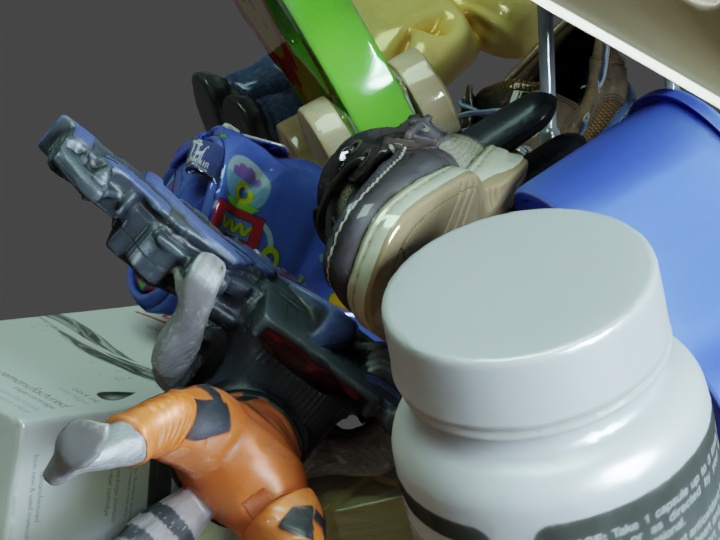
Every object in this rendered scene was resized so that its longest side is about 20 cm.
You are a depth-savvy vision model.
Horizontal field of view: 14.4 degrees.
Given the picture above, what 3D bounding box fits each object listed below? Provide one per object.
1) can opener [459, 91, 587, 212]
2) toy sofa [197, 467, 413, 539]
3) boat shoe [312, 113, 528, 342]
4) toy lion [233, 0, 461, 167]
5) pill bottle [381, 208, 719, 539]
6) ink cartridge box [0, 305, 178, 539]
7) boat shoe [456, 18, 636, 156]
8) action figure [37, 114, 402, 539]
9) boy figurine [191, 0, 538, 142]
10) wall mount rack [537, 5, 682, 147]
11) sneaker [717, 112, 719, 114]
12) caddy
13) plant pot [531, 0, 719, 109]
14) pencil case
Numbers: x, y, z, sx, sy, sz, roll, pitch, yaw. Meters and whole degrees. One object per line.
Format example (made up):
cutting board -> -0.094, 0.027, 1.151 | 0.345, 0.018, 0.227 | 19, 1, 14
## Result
can opener -> 0.012, -0.013, 1.278 | 0.200, 0.063, 0.079 | -38, 39, 15
toy sofa -> -0.059, 0.149, 1.079 | 0.097, 0.083, 0.200 | 14, 40, 44
boat shoe -> 0.013, -0.022, 1.099 | 0.065, 0.072, 0.200 | 26, 16, 10
toy lion -> -0.035, -0.129, 1.349 | 0.069, 0.192, 0.200 | -30, 4, -5
pill bottle -> 0.075, 0.086, 1.011 | 0.113, 0.201, 0.114 | -10, 31, 6
ink cartridge box -> -0.097, 0.063, 1.173 | 0.200, 0.067, 0.116 | -6, 20, -43
boat shoe -> 0.071, -0.057, 1.371 | 0.072, 0.073, 0.200 | 3, 35, 26
action figure -> -0.066, 0.046, 1.046 | 0.105, 0.200, 0.194 | -46, 6, 28
boy figurine -> 0.010, -0.115, 1.501 | 0.200, 0.065, 0.124 | -27, 33, -21
wall mount rack -> 0.093, -0.144, 1.342 | 0.200, 0.174, 0.075 | -20, -19, -51
sneaker -> 0.203, -0.096, 1.313 | 0.202, 0.147, 0.077 | -12, 32, 7
caddy -> 0.148, 0.019, 1.129 | 0.105, 0.142, 0.200 | -28, 56, -16
plant pot -> 0.156, -0.178, 1.199 | 0.200, 0.199, 0.177 | -60, 17, 5
pencil case -> 0.000, 0.000, 1.204 | 0.078, 0.199, 0.087 | -18, 57, 61
